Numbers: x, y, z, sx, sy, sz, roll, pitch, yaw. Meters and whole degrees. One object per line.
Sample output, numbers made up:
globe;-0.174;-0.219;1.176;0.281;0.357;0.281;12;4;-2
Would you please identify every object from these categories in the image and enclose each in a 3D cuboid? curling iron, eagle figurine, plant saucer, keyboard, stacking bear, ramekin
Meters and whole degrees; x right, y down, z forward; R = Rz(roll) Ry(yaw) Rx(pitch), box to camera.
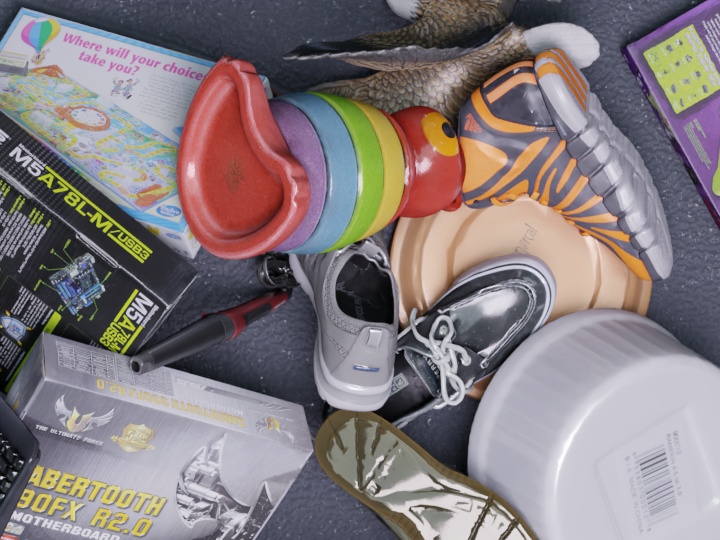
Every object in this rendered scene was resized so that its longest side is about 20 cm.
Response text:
curling iron;-0.100;0.029;1.225;0.025;0.200;0.050;-8;107;35
eagle figurine;0.052;-0.159;1.257;0.200;0.151;0.152;-45;115;-16
plant saucer;0.120;0.001;1.306;0.199;0.032;0.202;0;88;-6
keyboard;-0.275;0.130;1.159;0.021;0.200;0.128;23;95;-36
stacking bear;-0.011;-0.068;1.169;0.199;0.114;0.122;-7;61;-41
ramekin;0.184;0.135;1.241;0.199;0.098;0.202;-6;105;-23

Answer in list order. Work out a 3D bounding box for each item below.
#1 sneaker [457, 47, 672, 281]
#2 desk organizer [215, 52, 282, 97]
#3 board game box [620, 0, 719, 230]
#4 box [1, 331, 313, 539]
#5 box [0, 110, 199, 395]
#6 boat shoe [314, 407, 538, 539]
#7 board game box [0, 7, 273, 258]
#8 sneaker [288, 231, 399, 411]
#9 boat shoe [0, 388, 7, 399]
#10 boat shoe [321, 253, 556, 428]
sneaker;0.139;-0.061;1.262;0.112;0.078;0.200;-25;114;24
desk organizer;-0.135;-0.062;1.260;0.072;0.077;0.200;40;86;-3
board game box;0.295;-0.109;1.326;0.120;0.032;0.201;-29;92;-1
box;-0.155;0.137;1.200;0.199;0.048;0.159;18;123;-26
box;-0.230;0.004;1.200;0.193;0.200;0.048;37;46;-3
boat shoe;0.055;0.166;1.212;0.201;0.066;0.072;39;91;4
board game box;-0.177;-0.098;1.220;0.199;0.034;0.135;18;65;18
sneaker;0.000;0.000;1.229;0.074;0.082;0.201;4;45;-19
boat shoe;-0.298;0.177;1.247;0.073;0.065;0.201;18;67;4
boat shoe;0.053;0.061;1.252;0.199;0.068;0.074;-31;97;12
